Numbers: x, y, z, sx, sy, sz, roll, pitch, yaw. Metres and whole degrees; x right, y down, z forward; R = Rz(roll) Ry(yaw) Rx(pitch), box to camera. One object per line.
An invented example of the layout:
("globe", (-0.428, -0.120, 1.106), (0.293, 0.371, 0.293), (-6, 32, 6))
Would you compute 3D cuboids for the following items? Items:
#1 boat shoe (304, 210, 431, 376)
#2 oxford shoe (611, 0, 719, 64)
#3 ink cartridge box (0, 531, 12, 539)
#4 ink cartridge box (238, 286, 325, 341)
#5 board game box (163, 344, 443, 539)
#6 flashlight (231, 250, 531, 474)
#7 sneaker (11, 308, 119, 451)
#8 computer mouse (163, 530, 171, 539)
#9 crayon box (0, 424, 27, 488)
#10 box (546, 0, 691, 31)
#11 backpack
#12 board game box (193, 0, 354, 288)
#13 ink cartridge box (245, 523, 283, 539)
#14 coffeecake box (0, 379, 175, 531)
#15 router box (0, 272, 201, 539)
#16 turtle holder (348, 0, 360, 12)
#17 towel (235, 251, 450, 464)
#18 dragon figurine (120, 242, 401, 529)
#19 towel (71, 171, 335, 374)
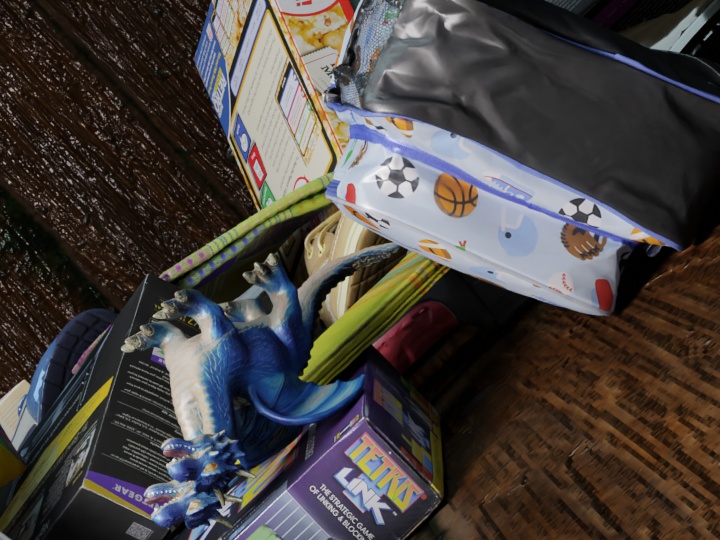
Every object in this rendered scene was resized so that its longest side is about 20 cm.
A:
("boat shoe", (0.000, 0.000, 1.489), (0.074, 0.066, 0.200), (-35, -24, -20))
("oxford shoe", (0.153, -0.108, 1.372), (0.200, 0.073, 0.084), (-41, 47, -4))
("ink cartridge box", (-0.221, 0.183, 1.259), (0.084, 0.175, 0.200), (-48, -13, -35))
("ink cartridge box", (-0.050, 0.049, 1.711), (0.200, 0.084, 0.176), (-47, 7, -32))
("board game box", (-0.038, 0.123, 1.259), (0.165, 0.057, 0.200), (-45, 5, 6))
("flashlight", (0.012, 0.054, 1.415), (0.200, 0.068, 0.068), (-40, 40, -6))
("sneaker", (-0.185, 0.114, 1.604), (0.082, 0.074, 0.200), (-29, 38, 52))
("computer mouse", (-0.128, 0.146, 1.489), (0.141, 0.046, 0.200), (-64, 1, -27))
("crayon box", (-0.279, 0.103, 1.349), (0.172, 0.058, 0.200), (-35, -21, -3))
("box", (0.139, -0.119, 1.467), (0.143, 0.036, 0.200), (-43, -25, 4))
("backpack", (0.070, -0.070, 1.241), (0.154, 0.200, 0.191), (-60, 12, 8))
("board game box", (-0.035, -0.095, 1.592), (0.046, 0.200, 0.152), (-12, -27, -22))
("ink cartridge box", (-0.045, 0.157, 0.999), (0.104, 0.059, 0.200), (-44, 5, -5))
("coffeecake box", (-0.214, 0.170, 1.733), (0.073, 0.154, 0.200), (-47, 5, -28))
("router box", (-0.148, 0.121, 1.408), (0.200, 0.052, 0.157), (-51, 18, 40))
("turtle holder", (0.037, -0.157, 1.629), (0.141, 0.132, 0.186), (-47, 0, -20))
("towel", (-0.006, 0.035, 1.323), (0.200, 0.018, 0.086), (-42, 5, -26))
("dragon figurine", (-0.040, 0.051, 1.213), (0.200, 0.100, 0.059), (-20, -16, -49))
("towel", (-0.083, 0.004, 1.522), (0.144, 0.023, 0.200), (-33, -3, -27))
